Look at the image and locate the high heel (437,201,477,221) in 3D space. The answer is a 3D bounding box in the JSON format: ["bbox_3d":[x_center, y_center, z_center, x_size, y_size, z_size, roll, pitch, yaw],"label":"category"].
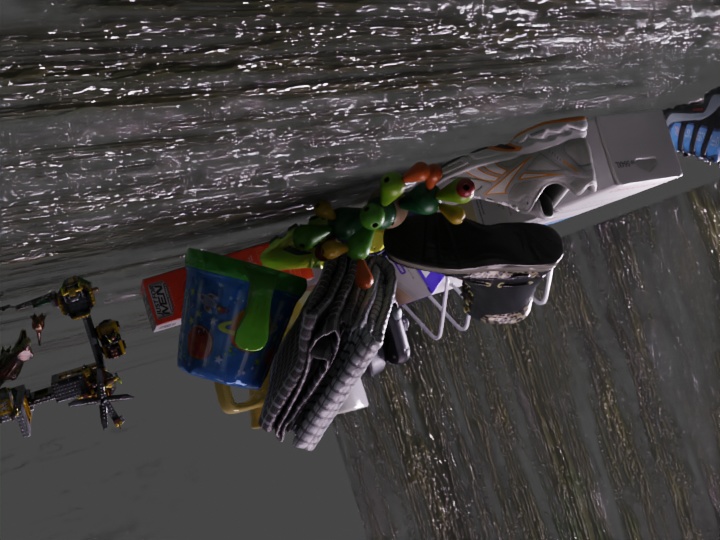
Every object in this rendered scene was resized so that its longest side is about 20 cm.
[{"bbox_3d":[0.167,-0.075,1.807,0.199,0.072,0.143,-26,170,-6],"label":"high heel"}]

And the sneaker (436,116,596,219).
[{"bbox_3d":[0.159,-0.089,1.462,0.199,0.093,0.075,-21,174,40],"label":"sneaker"}]

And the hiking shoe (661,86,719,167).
[{"bbox_3d":[0.397,-0.156,1.636,0.074,0.088,0.199,-14,175,-38],"label":"hiking shoe"}]

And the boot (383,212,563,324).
[{"bbox_3d":[0.120,0.005,1.596,0.201,0.074,0.154,3,150,-5],"label":"boot"}]

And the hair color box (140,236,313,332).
[{"bbox_3d":[-0.164,0.015,1.691,0.198,0.062,0.101,-18,177,-13],"label":"hair color box"}]

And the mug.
[{"bbox_3d":[-0.081,0.107,1.704,0.148,0.155,0.186,-11,177,17],"label":"mug"}]

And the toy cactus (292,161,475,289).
[{"bbox_3d":[0.031,-0.057,1.471,0.199,0.103,0.165,-27,-176,10],"label":"toy cactus"}]

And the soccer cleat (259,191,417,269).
[{"bbox_3d":[-0.015,-0.027,1.594,0.198,0.085,0.065,-17,176,-10],"label":"soccer cleat"}]

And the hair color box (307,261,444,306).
[{"bbox_3d":[0.000,0.000,1.773,0.199,0.110,0.065,-21,-160,40],"label":"hair color box"}]

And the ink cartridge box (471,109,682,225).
[{"bbox_3d":[0.242,-0.111,1.587,0.199,0.085,0.145,-22,173,43],"label":"ink cartridge box"}]

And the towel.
[{"bbox_3d":[-0.040,0.077,1.497,0.166,0.085,0.200,-58,-174,27],"label":"towel"}]

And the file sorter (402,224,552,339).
[{"bbox_3d":[0.161,-0.005,1.954,0.198,0.140,0.125,-16,-139,-27],"label":"file sorter"}]

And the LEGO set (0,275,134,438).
[{"bbox_3d":[-0.331,0.094,1.381,0.198,0.156,0.116,-10,-168,-10],"label":"LEGO set"}]

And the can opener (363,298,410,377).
[{"bbox_3d":[0.016,0.029,1.703,0.063,0.202,0.079,-2,-159,28],"label":"can opener"}]

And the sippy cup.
[{"bbox_3d":[-0.137,0.055,1.499,0.138,0.132,0.178,15,178,18],"label":"sippy cup"}]
